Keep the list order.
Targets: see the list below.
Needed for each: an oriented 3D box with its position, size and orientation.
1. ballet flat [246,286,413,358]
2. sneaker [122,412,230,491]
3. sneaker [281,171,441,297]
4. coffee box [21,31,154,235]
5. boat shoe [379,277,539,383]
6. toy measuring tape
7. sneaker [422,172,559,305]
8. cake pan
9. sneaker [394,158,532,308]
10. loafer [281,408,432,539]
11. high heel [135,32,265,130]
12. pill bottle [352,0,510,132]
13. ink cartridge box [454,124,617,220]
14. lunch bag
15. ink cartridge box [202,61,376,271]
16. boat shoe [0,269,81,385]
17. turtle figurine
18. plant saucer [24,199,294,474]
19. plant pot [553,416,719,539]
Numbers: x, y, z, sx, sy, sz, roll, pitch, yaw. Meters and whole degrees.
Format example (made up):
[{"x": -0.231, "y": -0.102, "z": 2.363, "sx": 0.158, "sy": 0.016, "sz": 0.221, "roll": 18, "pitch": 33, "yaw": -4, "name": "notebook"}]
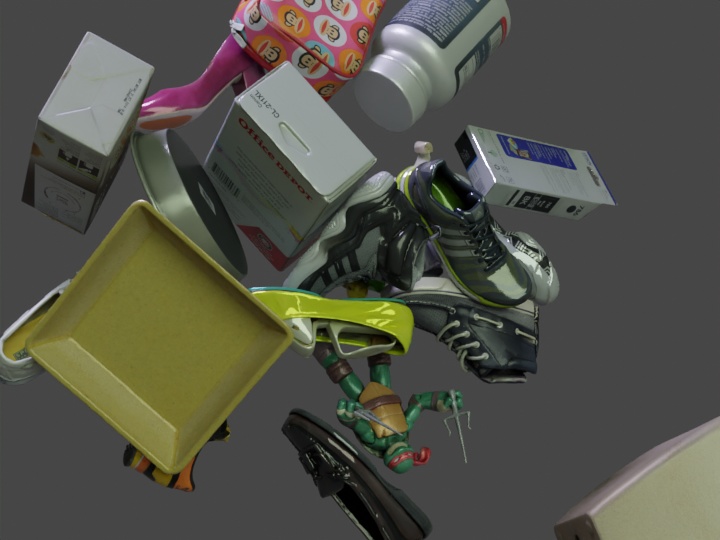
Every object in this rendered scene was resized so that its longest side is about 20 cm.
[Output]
[{"x": -0.037, "y": 0.059, "z": 1.395, "sx": 0.197, "sy": 0.067, "sz": 0.068, "roll": 5, "pitch": 60, "yaw": -15, "name": "ballet flat"}, {"x": -0.166, "y": 0.135, "z": 1.388, "sx": 0.090, "sy": 0.070, "sz": 0.201, "roll": 33, "pitch": 66, "yaw": -12, "name": "sneaker"}, {"x": 0.000, "y": 0.000, "z": 1.438, "sx": 0.114, "sy": 0.201, "sz": 0.075, "roll": 41, "pitch": 18, "yaw": 4, "name": "sneaker"}, {"x": -0.283, "y": -0.136, "z": 1.370, "sx": 0.079, "sy": 0.200, "sz": 0.115, "roll": 27, "pitch": 62, "yaw": -7, "name": "coffee box"}, {"x": 0.117, "y": 0.071, "z": 1.510, "sx": 0.198, "sy": 0.075, "sz": 0.094, "roll": 9, "pitch": 59, "yaw": -18, "name": "boat shoe"}, {"x": 0.021, "y": -0.062, "z": 1.510, "sx": 0.073, "sy": 0.074, "sz": 0.202, "roll": 22, "pitch": 86, "yaw": -11, "name": "toy measuring tape"}, {"x": 0.133, "y": -0.013, "z": 1.553, "sx": 0.200, "sy": 0.075, "sz": 0.115, "roll": 45, "pitch": 62, "yaw": 7, "name": "sneaker"}, {"x": -0.175, "y": -0.064, "z": 1.390, "sx": 0.036, "sy": 0.200, "sz": 0.202, "roll": -28, "pitch": 80, "yaw": 5, "name": "cake pan"}, {"x": 0.119, "y": -0.040, "z": 1.468, "sx": 0.200, "sy": 0.081, "sz": 0.074, "roll": 46, "pitch": 65, "yaw": -5, "name": "sneaker"}, {"x": -0.012, "y": 0.230, "z": 1.406, "sx": 0.200, "sy": 0.072, "sz": 0.063, "roll": 42, "pitch": 66, "yaw": -4, "name": "loafer"}, {"x": -0.191, "y": -0.221, "z": 1.509, "sx": 0.198, "sy": 0.067, "sz": 0.097, "roll": -20, "pitch": 88, "yaw": -31, "name": "high heel"}, {"x": 0.082, "y": -0.264, "z": 1.605, "sx": 0.119, "sy": 0.120, "sz": 0.200, "roll": 42, "pitch": 61, "yaw": -1, "name": "pill bottle"}, {"x": 0.213, "y": -0.114, "z": 1.608, "sx": 0.198, "sy": 0.039, "sz": 0.100, "roll": 8, "pitch": 45, "yaw": -32, "name": "ink cartridge box"}, {"x": -0.067, "y": -0.312, "z": 1.560, "sx": 0.176, "sy": 0.082, "sz": 0.201, "roll": 36, "pitch": 46, "yaw": -17, "name": "lunch bag"}, {"x": -0.083, "y": -0.108, "z": 1.434, "sx": 0.083, "sy": 0.200, "sz": 0.146, "roll": -40, "pitch": 87, "yaw": -28, "name": "ink cartridge box"}, {"x": -0.291, "y": 0.038, "z": 1.363, "sx": 0.201, "sy": 0.086, "sz": 0.075, "roll": -34, "pitch": 84, "yaw": -28, "name": "boat shoe"}, {"x": 0.023, "y": 0.145, "z": 1.434, "sx": 0.148, "sy": 0.101, "sz": 0.201, "roll": -7, "pitch": 56, "yaw": -38, "name": "turtle figurine"}, {"x": -0.192, "y": 0.063, "z": 1.294, "sx": 0.200, "sy": 0.048, "sz": 0.200, "roll": 41, "pitch": 105, "yaw": -2, "name": "plant saucer"}, {"x": 0.327, "y": 0.299, "z": 1.445, "sx": 0.175, "sy": 0.200, "sz": 0.202, "roll": -20, "pitch": 77, "yaw": -15, "name": "plant pot"}]
